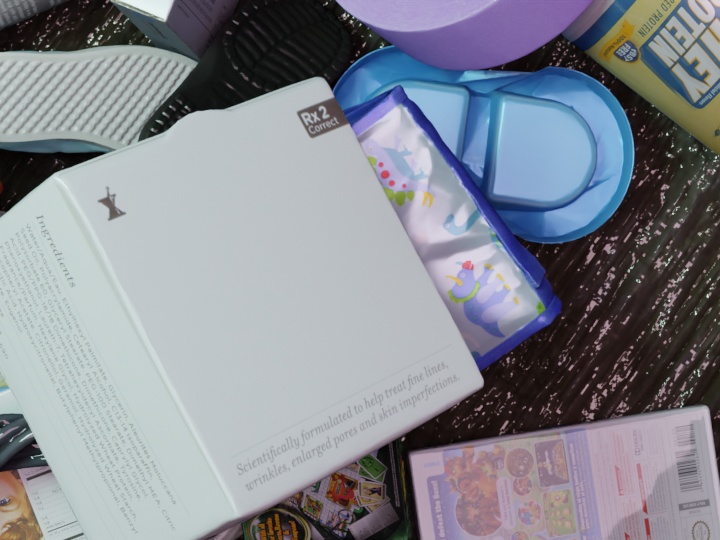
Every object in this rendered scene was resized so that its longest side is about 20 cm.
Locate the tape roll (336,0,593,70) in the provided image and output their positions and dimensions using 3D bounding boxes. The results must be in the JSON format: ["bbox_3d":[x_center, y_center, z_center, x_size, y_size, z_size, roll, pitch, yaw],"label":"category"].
[{"bbox_3d":[0.068,-0.226,1.517,0.199,0.066,0.201,-14,65,31],"label":"tape roll"}]

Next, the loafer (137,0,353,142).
[{"bbox_3d":[-0.080,-0.102,1.533,0.073,0.071,0.200,44,51,3],"label":"loafer"}]

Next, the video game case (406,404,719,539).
[{"bbox_3d":[0.137,0.172,1.609,0.199,0.018,0.144,-8,91,-7],"label":"video game case"}]

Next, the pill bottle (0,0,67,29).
[{"bbox_3d":[-0.216,-0.209,1.522,0.199,0.111,0.111,-24,93,-6],"label":"pill bottle"}]

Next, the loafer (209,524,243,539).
[{"bbox_3d":[-0.125,0.170,1.556,0.070,0.070,0.200,42,78,0],"label":"loafer"}]

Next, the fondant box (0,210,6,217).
[{"bbox_3d":[-0.300,-0.007,1.491,0.199,0.144,0.059,13,106,-7],"label":"fondant box"}]

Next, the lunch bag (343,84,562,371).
[{"bbox_3d":[0.000,0.000,1.500,0.200,0.128,0.170,-31,102,34],"label":"lunch bag"}]

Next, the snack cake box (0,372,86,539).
[{"bbox_3d":[-0.210,0.118,1.418,0.199,0.067,0.115,-20,108,-3],"label":"snack cake box"}]

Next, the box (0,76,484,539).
[{"bbox_3d":[-0.076,0.029,1.339,0.199,0.131,0.201,-24,85,-42],"label":"box"}]

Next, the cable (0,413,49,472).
[{"bbox_3d":[-0.180,0.172,1.384,0.162,0.051,0.201,-4,103,-14],"label":"cable"}]

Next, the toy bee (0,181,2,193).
[{"bbox_3d":[-0.310,-0.081,1.442,0.199,0.109,0.131,-1,58,17],"label":"toy bee"}]

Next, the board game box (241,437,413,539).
[{"bbox_3d":[-0.021,0.153,1.518,0.104,0.024,0.201,-2,130,5],"label":"board game box"}]

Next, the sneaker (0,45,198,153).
[{"bbox_3d":[-0.176,-0.107,1.551,0.199,0.082,0.074,7,91,-30],"label":"sneaker"}]

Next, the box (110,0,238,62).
[{"bbox_3d":[-0.082,-0.233,1.514,0.041,0.156,0.201,21,87,8],"label":"box"}]

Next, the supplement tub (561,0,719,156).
[{"bbox_3d":[0.235,-0.154,1.557,0.200,0.145,0.145,36,86,-5],"label":"supplement tub"}]

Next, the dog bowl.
[{"bbox_3d":[0.072,-0.079,1.586,0.199,0.050,0.112,8,89,-6],"label":"dog bowl"}]
